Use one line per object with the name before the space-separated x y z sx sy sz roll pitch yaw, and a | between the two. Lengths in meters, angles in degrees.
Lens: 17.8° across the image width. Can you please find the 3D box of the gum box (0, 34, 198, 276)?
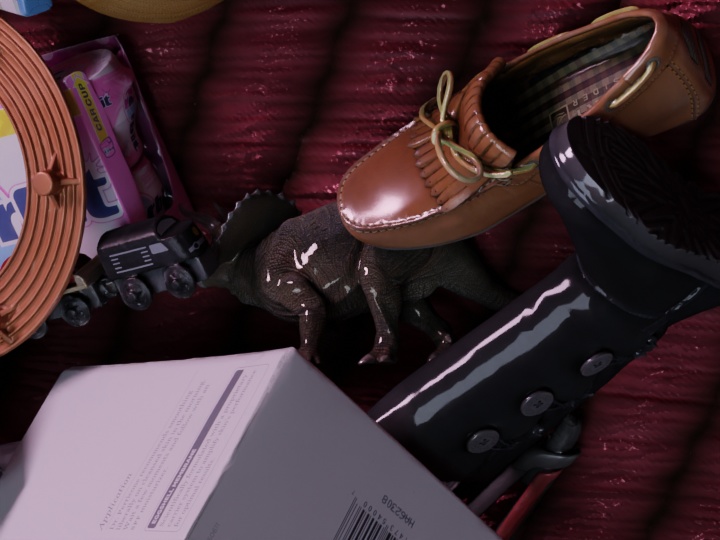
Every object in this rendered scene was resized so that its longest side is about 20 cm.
gum box | -0.193 -0.044 1.240 0.199 0.066 0.114 -12 112 27

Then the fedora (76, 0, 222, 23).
fedora | -0.102 -0.220 1.071 0.082 0.200 0.202 24 129 47

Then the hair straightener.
hair straightener | 0.052 0.126 1.241 0.077 0.041 0.200 35 124 3

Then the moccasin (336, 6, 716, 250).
moccasin | 0.070 -0.068 1.101 0.201 0.074 0.078 -20 151 30

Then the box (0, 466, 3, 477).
box | -0.278 0.087 1.232 0.159 0.046 0.200 53 147 5

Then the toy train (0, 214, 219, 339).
toy train | -0.164 0.008 1.196 0.199 0.034 0.046 -15 109 28

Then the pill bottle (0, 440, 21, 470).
pill bottle | -0.181 0.209 1.340 0.111 0.111 0.201 0 116 23

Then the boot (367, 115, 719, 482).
boot | 0.077 0.022 1.111 0.200 0.066 0.165 -35 138 27

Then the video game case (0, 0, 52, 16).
video game case | -0.223 -0.209 1.138 0.200 0.018 0.144 21 128 50

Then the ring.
ring | -0.230 -0.046 1.192 0.199 0.019 0.202 4 100 25

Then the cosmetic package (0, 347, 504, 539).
cosmetic package | -0.058 0.149 1.170 0.199 0.123 0.200 43 151 -28

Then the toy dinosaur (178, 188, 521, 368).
toy dinosaur | 0.000 0.000 1.175 0.199 0.077 0.103 -6 81 11
